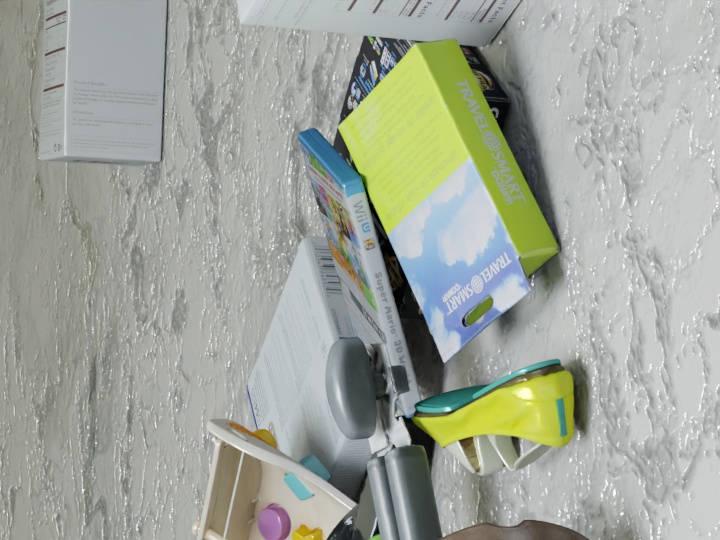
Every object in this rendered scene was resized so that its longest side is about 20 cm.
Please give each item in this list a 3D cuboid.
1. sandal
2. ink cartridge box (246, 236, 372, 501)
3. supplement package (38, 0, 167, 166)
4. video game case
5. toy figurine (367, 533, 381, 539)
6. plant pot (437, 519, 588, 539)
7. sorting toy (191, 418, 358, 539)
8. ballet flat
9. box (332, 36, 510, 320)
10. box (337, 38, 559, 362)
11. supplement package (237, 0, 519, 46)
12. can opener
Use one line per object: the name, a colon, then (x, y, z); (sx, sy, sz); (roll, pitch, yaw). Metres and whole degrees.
sandal: (0.006, 0.208, 1.693); (0.048, 0.075, 0.202); (19, 92, 37)
ink cartridge box: (-0.039, 0.109, 1.878); (0.200, 0.040, 0.200); (114, 149, -43)
supplement package: (-0.292, -0.222, 2.439); (0.117, 0.116, 0.201); (-179, 92, -68)
video game case: (0.000, 0.000, 1.688); (0.143, 0.018, 0.201); (-128, 20, -65)
toy figurine: (0.051, 0.298, 1.576); (0.184, 0.150, 0.201); (2, 65, 55)
plant pot: (0.100, 0.278, 1.339); (0.199, 0.199, 0.201); (-100, 24, -46)
sorting toy: (-0.049, 0.236, 1.783); (0.179, 0.107, 0.201); (25, 114, 28)
ballet flat: (0.094, 0.110, 1.528); (0.200, 0.067, 0.067); (-25, 82, 64)
box: (0.039, -0.096, 1.697); (0.200, 0.049, 0.199); (-120, 38, -52)
box: (0.065, -0.050, 1.554); (0.122, 0.047, 0.201); (-44, 65, 48)
supplement package: (0.016, -0.244, 1.566); (0.110, 0.199, 0.114); (128, 140, -54)
can opener: (0.017, 0.147, 1.555); (0.053, 0.066, 0.201); (-34, 68, 59)
